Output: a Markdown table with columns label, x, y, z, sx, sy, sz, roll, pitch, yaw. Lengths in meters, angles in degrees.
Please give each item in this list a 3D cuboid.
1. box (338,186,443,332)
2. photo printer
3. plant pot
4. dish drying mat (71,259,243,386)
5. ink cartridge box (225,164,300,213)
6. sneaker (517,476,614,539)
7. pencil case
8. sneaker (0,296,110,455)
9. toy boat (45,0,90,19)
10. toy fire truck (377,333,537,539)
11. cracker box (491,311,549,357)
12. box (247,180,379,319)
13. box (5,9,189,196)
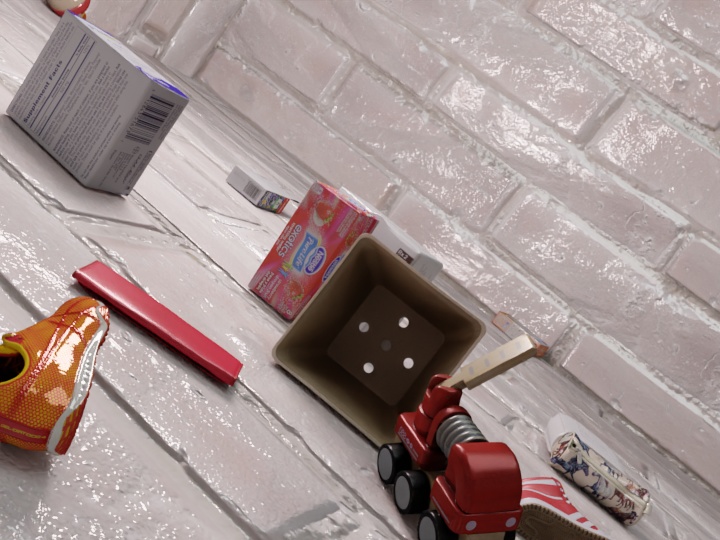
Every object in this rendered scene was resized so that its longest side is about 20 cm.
| label | x | y | z | sx | sy | sz | roll | pitch | yaw |
| --- | --- | --- | --- | --- | --- | --- | --- | --- | --- |
| box | 0.000 | 0.000 | 1.381 | 0.199 | 0.200 | 0.131 | 41 | 8 | 26 |
| photo printer | 0.465 | 0.379 | 1.654 | 0.166 | 0.070 | 0.200 | 38 | 8 | 6 |
| plant pot | 0.031 | 0.099 | 1.068 | 0.200 | 0.200 | 0.177 | 38 | -2 | 9 |
| dish drying mat | -0.214 | 0.057 | 0.849 | 0.199 | 0.018 | 0.077 | 35 | 8 | -6 |
| ink cartridge box | -0.237 | -0.193 | 1.949 | 0.109 | 0.050 | 0.200 | 39 | 8 | 18 |
| sneaker | 0.294 | 0.358 | 1.093 | 0.199 | 0.071 | 0.113 | 34 | 12 | -2 |
| pencil case | 0.455 | 0.395 | 1.500 | 0.200 | 0.078 | 0.089 | 38 | -11 | 7 |
| sneaker | -0.234 | 0.060 | 0.587 | 0.077 | 0.073 | 0.200 | 23 | 10 | -18 |
| toy boat | -0.923 | -0.851 | 2.530 | 0.200 | 0.130 | 0.131 | 46 | -16 | 47 |
| toy fire truck | 0.121 | 0.174 | 0.836 | 0.128 | 0.201 | 0.176 | 4 | 23 | -23 |
| cracker box | 0.593 | 0.237 | 2.928 | 0.200 | 0.058 | 0.134 | 41 | 10 | 28 |
| box | -0.072 | -0.027 | 1.235 | 0.095 | 0.201 | 0.100 | 37 | 8 | 18 |
| box | -0.391 | -0.245 | 1.176 | 0.200 | 0.184 | 0.105 | 40 | 11 | 18 |
